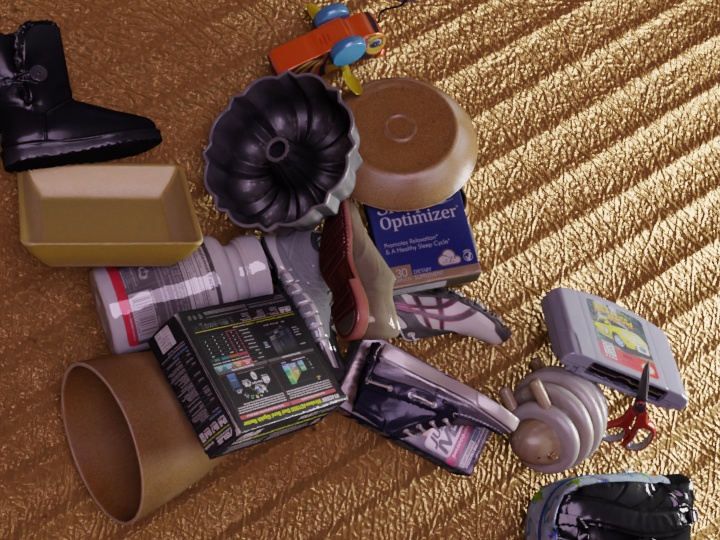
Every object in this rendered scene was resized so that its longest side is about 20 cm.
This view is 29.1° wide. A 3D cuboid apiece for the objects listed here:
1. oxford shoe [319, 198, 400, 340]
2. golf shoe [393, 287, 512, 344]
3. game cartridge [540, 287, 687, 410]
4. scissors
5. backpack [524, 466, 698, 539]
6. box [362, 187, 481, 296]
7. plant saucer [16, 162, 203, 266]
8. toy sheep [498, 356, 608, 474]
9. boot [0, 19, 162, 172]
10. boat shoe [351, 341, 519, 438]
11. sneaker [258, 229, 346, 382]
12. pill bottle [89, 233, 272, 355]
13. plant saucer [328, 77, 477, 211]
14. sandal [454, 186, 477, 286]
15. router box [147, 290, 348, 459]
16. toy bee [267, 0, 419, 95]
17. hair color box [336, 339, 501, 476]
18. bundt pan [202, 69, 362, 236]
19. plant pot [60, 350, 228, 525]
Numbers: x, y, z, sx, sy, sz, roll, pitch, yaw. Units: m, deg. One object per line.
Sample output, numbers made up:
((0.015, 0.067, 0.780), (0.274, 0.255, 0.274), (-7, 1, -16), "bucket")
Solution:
((0.000, 0.000, 1.638), (0.074, 0.071, 0.202), (10, 53, -27), "oxford shoe")
((0.089, 0.056, 1.729), (0.198, 0.077, 0.089), (25, 86, -3), "golf shoe")
((0.321, 0.095, 1.757), (0.198, 0.134, 0.041), (22, 123, -25), "game cartridge")
((0.354, 0.171, 1.734), (0.072, 0.201, 0.014), (15, 52, -3), "scissors")
((0.303, 0.326, 1.732), (0.198, 0.153, 0.165), (5, 88, -36), "backpack")
((0.066, -0.074, 1.700), (0.120, 0.032, 0.202), (-10, 68, -8), "box")
((-0.291, -0.059, 1.590), (0.197, 0.201, 0.049), (-1, 120, -15), "plant saucer")
((0.245, 0.178, 1.725), (0.199, 0.137, 0.139), (-33, 94, -46), "toy sheep")
((-0.341, -0.212, 1.626), (0.198, 0.076, 0.170), (-10, 82, -24), "boot")
((0.083, 0.169, 1.647), (0.198, 0.075, 0.094), (27, 83, 4), "boat shoe")
((-0.036, 0.028, 1.682), (0.115, 0.075, 0.202), (-23, 81, -21), "sneaker")
((-0.207, 0.023, 1.623), (0.198, 0.111, 0.112), (-17, 89, -16), "pill bottle")
((0.048, -0.166, 1.705), (0.197, 0.036, 0.202), (1, 60, -2), "plant saucer")
((0.109, -0.080, 1.751), (0.079, 0.054, 0.203), (-4, 85, -17), "sandal")
((-0.123, 0.112, 1.546), (0.199, 0.062, 0.151), (-10, 65, -54), "router box")
((-0.010, -0.278, 1.720), (0.197, 0.109, 0.133), (-9, 75, 14), "toy bee")
((0.064, 0.165, 1.712), (0.198, 0.060, 0.101), (28, 78, -11), "hair color box")
((-0.085, -0.130, 1.655), (0.199, 0.076, 0.204), (-8, 68, 20), "bundt pan")
((-0.211, 0.168, 1.588), (0.198, 0.186, 0.189), (-17, 89, -34), "plant pot")
